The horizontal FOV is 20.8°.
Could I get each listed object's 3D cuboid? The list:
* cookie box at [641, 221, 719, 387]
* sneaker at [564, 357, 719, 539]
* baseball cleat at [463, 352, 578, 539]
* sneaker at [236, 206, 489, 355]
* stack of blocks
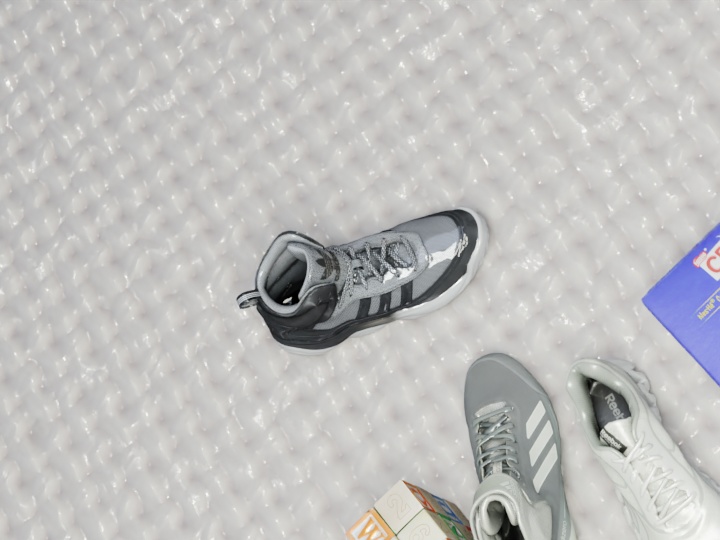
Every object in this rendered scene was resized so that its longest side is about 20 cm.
[{"bbox_3d":[0.331,0.038,1.391,0.171,0.075,0.200,-44,63,7],"label":"cookie box"},{"bbox_3d":[0.208,0.146,1.413,0.075,0.081,0.201,-37,65,8],"label":"sneaker"},{"bbox_3d":[0.111,0.144,1.441,0.069,0.106,0.201,-28,63,19],"label":"baseball cleat"},{"bbox_3d":[0.000,0.000,1.530,0.199,0.114,0.076,-26,66,15],"label":"sneaker"},{"bbox_3d":[0.087,0.251,1.414,0.059,0.115,0.200,-44,63,6],"label":"stack of blocks"}]
